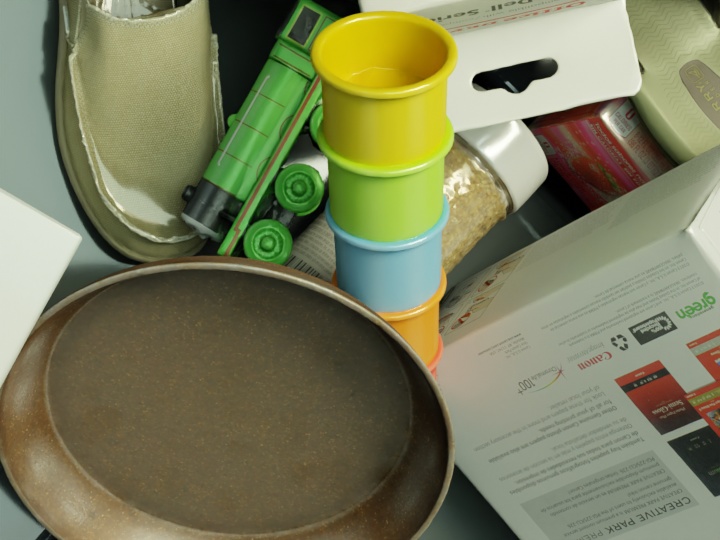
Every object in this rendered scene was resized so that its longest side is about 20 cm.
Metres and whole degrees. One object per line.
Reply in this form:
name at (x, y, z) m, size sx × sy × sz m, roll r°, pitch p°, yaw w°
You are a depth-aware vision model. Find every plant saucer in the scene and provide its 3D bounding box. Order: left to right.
plant saucer at (-0.058, 0.066, 0.909) m, size 0.199 × 0.035 × 0.201 m, roll 3°, pitch 129°, yaw 3°

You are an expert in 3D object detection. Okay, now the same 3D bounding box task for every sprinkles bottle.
sprinkles bottle at (0.000, 0.000, 0.986) m, size 0.200 × 0.068 × 0.068 m, roll -46°, pitch 102°, yaw -12°

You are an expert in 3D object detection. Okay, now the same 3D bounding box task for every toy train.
toy train at (-0.017, -0.089, 0.945) m, size 0.056 × 0.042 × 0.201 m, roll 30°, pitch 88°, yaw -2°

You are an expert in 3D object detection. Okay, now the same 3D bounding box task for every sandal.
sandal at (0.129, -0.122, 0.944) m, size 0.080 × 0.057 × 0.201 m, roll -40°, pitch 79°, yaw -12°

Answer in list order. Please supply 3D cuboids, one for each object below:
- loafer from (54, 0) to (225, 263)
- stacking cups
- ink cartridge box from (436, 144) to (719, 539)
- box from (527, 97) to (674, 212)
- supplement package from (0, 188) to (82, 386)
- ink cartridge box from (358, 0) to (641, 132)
loafer at (-0.103, -0.102, 0.954) m, size 0.075 × 0.068 × 0.201 m, roll -11°, pitch 93°, yaw -17°
stacking cups at (0.008, -0.013, 0.897) m, size 0.060 × 0.061 × 0.201 m, roll -14°, pitch 133°, yaw -17°
ink cartridge box at (0.143, 0.060, 0.957) m, size 0.176 × 0.200 × 0.084 m, roll 50°, pitch 45°, yaw -11°
box at (0.193, -0.031, 1.032) m, size 0.103 × 0.095 × 0.200 m, roll -43°, pitch 101°, yaw -14°
supplement package at (-0.237, 0.037, 0.869) m, size 0.151 × 0.151 × 0.201 m, roll 30°, pitch 81°, yaw -14°
ink cartridge box at (0.048, -0.166, 0.892) m, size 0.116 × 0.067 × 0.201 m, roll -12°, pitch 83°, yaw 5°
